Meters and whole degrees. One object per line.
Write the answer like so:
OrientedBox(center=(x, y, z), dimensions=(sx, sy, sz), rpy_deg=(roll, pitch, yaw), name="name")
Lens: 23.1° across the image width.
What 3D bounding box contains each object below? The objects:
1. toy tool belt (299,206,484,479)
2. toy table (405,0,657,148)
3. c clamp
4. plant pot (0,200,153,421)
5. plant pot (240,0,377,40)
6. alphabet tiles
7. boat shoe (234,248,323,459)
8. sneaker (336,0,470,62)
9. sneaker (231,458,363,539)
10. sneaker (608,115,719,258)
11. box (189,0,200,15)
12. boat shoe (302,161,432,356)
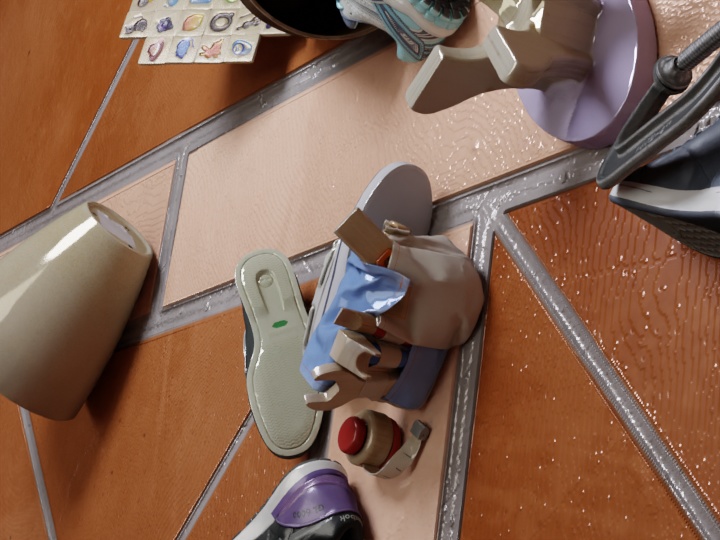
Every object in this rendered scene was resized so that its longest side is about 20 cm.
OrientedBox(center=(0.000, 0.055, 1.381), dimensions=(0.201, 0.123, 0.125), rpy_deg=(-67, 29, 11), name="toy tool belt")
OrientedBox(center=(0.125, -0.180, 1.303), dimensions=(0.184, 0.117, 0.200), rpy_deg=(-63, 31, 17), name="toy table")
OrientedBox(center=(0.218, -0.131, 1.094), dimensions=(0.171, 0.027, 0.200), rpy_deg=(-60, 8, -32), name="c clamp")
OrientedBox(center=(-0.324, 0.029, 1.931), dimensions=(0.200, 0.187, 0.187), rpy_deg=(-49, 34, 11), name="plant pot")
OrientedBox(center=(-0.052, -0.298, 1.642), dimensions=(0.200, 0.186, 0.188), rpy_deg=(-176, 102, -75), name="plant pot")
OrientedBox(center=(-0.149, -0.281, 1.816), dimensions=(0.199, 0.006, 0.167), rpy_deg=(2, 62, 24), name="alphabet tiles")
OrientedBox(center=(-0.068, 0.080, 1.567), dimensions=(0.068, 0.072, 0.201), rpy_deg=(85, 175, -59), name="boat shoe")
OrientedBox(center=(-0.005, -0.255, 1.514), dimensions=(0.078, 0.200, 0.086), rpy_deg=(-38, -12, -50), name="sneaker")
OrientedBox(center=(-0.067, 0.253, 1.444), dimensions=(0.200, 0.076, 0.088), rpy_deg=(-57, 38, 25), name="sneaker")
OrientedBox(center=(0.240, -0.085, 1.099), dimensions=(0.147, 0.077, 0.202), rpy_deg=(-64, 19, -5), name="sneaker")
OrientedBox(center=(-0.156, -0.331, 1.910), dimensions=(0.049, 0.082, 0.201), rpy_deg=(-39, 43, 43), name="box")
OrientedBox(center=(0.000, 0.000, 1.474), dimensions=(0.066, 0.072, 0.201), rpy_deg=(34, 113, 55), name="boat shoe")
